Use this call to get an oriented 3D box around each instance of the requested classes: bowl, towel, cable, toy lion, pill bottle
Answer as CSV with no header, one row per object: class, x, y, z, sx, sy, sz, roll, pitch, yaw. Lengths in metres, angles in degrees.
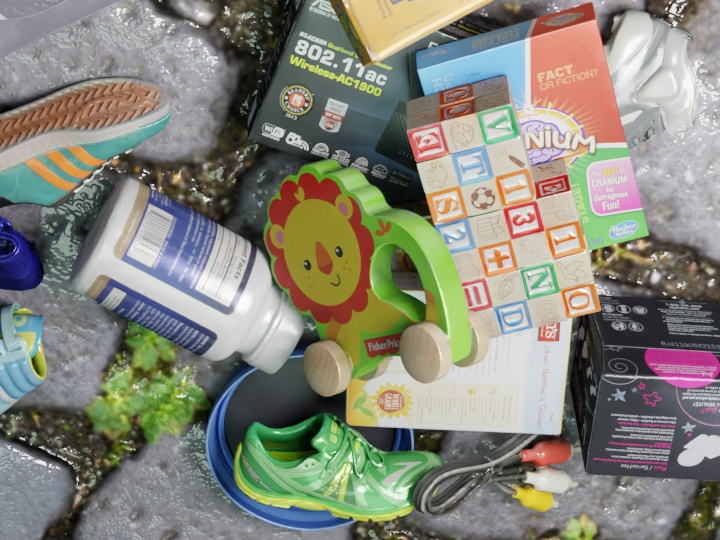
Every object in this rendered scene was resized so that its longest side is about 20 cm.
bowl,-0.048,0.157,1.611,0.198,0.040,0.203,0,119,0
towel,-0.349,-0.023,1.436,0.146,0.200,0.050,7,82,-3
cable,0.137,0.188,1.578,0.199,0.050,0.098,-2,118,-47
toy lion,0.000,0.000,1.403,0.199,0.068,0.194,-11,95,48
pill bottle,-0.147,0.010,1.489,0.199,0.111,0.111,28,115,-15

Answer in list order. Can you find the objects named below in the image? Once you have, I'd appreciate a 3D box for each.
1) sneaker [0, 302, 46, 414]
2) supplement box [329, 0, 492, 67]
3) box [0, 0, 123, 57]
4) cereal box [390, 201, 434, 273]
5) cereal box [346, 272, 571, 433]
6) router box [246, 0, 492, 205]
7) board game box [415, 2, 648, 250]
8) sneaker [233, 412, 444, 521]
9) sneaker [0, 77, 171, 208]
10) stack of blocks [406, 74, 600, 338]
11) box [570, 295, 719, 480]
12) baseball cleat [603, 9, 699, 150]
sneaker,-0.364,0.049,1.529,0.130,0.080,0.200,-30,125,17
supplement box,0.076,-0.236,1.343,0.199,0.069,0.067,-28,96,-9
box,-0.288,-0.253,1.342,0.198,0.115,0.133,-22,117,11
cereal box,0.101,0.026,1.542,0.142,0.040,0.202,-8,119,5
cereal box,0.087,0.074,1.513,0.197,0.040,0.145,3,117,0
router box,0.020,-0.154,1.430,0.198,0.062,0.151,19,116,-11
board game box,0.144,-0.104,1.397,0.151,0.040,0.202,-15,117,9
sneaker,-0.019,0.179,1.560,0.197,0.074,0.084,3,123,-2
sneaker,-0.253,-0.104,1.457,0.198,0.072,0.080,-16,136,3
stack of blocks,0.117,-0.051,1.369,0.114,0.059,0.202,-14,117,9
box,0.299,0.108,1.528,0.197,0.133,0.116,4,122,-3
baseball cleat,0.226,-0.117,1.439,0.106,0.070,0.202,24,118,10
